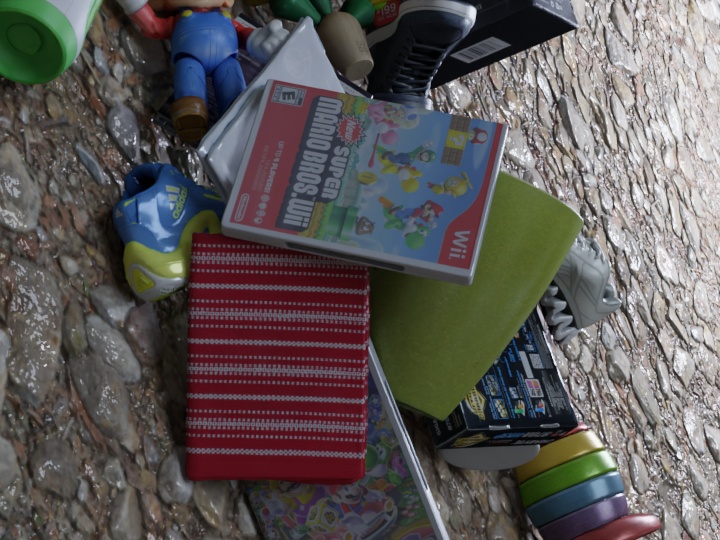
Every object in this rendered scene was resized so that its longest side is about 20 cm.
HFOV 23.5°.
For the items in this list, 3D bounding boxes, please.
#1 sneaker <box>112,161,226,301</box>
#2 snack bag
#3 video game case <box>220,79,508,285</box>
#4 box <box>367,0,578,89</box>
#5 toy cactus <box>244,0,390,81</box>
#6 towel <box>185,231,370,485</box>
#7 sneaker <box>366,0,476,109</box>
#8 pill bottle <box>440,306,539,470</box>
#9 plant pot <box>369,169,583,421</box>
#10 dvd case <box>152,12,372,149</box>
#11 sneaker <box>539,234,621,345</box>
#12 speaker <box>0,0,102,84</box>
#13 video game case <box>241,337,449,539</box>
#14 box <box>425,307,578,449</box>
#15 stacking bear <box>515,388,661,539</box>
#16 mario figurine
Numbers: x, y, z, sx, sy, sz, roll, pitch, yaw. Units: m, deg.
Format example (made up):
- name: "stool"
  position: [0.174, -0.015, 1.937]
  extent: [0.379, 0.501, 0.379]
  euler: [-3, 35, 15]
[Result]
- name: "sneaker"
  position: [-0.132, -0.052, 1.431]
  extent: [0.200, 0.076, 0.105]
  euler: [-34, 102, -58]
- name: "snack bag"
  position: [-0.045, -0.085, 1.462]
  extent: [0.189, 0.021, 0.200]
  euler: [61, 43, -29]
- name: "video game case"
  position: [0.004, -0.072, 1.363]
  extent: [0.017, 0.200, 0.143]
  euler: [88, 16, -62]
- name: "box"
  position: [0.105, -0.315, 1.839]
  extent: [0.104, 0.200, 0.182]
  euler: [12, 63, -55]
- name: "toy cactus"
  position: [-0.029, -0.258, 1.669]
  extent: [0.200, 0.102, 0.165]
  euler: [12, 43, -53]
- name: "towel"
  position: [-0.065, 0.071, 1.371]
  extent: [0.022, 0.144, 0.200]
  euler: [-143, -126, -84]
- name: "sneaker"
  position: [0.053, -0.181, 1.699]
  extent: [0.077, 0.202, 0.146]
  euler: [10, 78, -16]
- name: "pill bottle"
  position: [0.123, 0.088, 1.718]
  extent: [0.114, 0.114, 0.200]
  euler: [33, 46, -46]
- name: "plant pot"
  position: [0.065, 0.018, 1.460]
  extent: [0.187, 0.187, 0.200]
  euler: [30, 80, -48]
- name: "dvd case"
  position: [-0.083, -0.145, 1.552]
  extent: [0.149, 0.016, 0.200]
  euler: [32, 39, -2]
- name: "sneaker"
  position: [0.193, -0.015, 1.670]
  extent: [0.075, 0.081, 0.200]
  euler: [-102, 167, -45]
- name: "speaker"
  position: [-0.236, -0.235, 1.360]
  extent: [0.088, 0.088, 0.200]
  euler: [50, 36, -31]
- name: "video game case"
  position: [-0.028, 0.158, 1.413]
  extent: [0.018, 0.143, 0.200]
  euler: [-31, 100, -76]
- name: "box"
  position: [0.107, 0.063, 1.598]
  extent: [0.159, 0.046, 0.200]
  euler: [3, 61, -45]
- name: "stacking bear"
  position: [0.210, 0.202, 1.808]
  extent: [0.114, 0.121, 0.200]
  euler: [6, 58, -64]
- name: "mario figurine"
  position: [-0.137, -0.215, 1.472]
  extent: [0.123, 0.106, 0.200]
  euler: [19, 49, -50]
